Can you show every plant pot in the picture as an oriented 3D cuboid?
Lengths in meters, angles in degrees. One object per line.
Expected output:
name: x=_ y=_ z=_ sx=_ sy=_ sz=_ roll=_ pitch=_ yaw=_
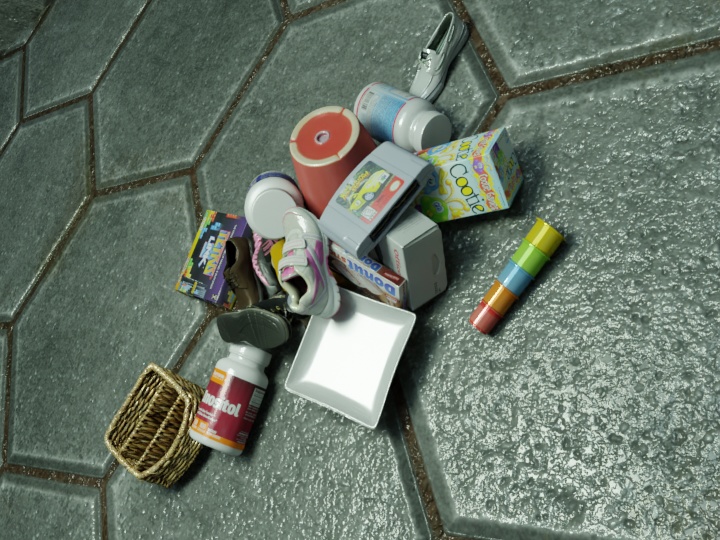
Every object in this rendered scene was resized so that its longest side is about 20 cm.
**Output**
plant pot: x=-0.044 y=-0.200 z=1.435 sx=0.195 sy=0.178 sz=0.205 roll=-9 pitch=56 yaw=14

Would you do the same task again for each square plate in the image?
square plate: x=-0.016 y=0.144 z=1.292 sx=0.194 sy=0.028 sz=0.205 roll=18 pitch=81 yaw=30

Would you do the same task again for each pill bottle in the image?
pill bottle: x=-0.170 y=-0.126 z=1.471 sx=0.121 sy=0.119 sz=0.200 roll=-52 pitch=13 yaw=5
pill bottle: x=-0.248 y=0.246 z=1.461 sx=0.111 sy=0.112 sz=0.205 roll=11 pitch=76 yaw=41
pill bottle: x=0.082 y=-0.291 z=1.459 sx=0.199 sy=0.108 sz=0.110 roll=35 pitch=91 yaw=43

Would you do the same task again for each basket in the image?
basket: x=-0.405 y=0.320 z=1.512 sx=0.202 sy=0.148 sz=0.142 roll=-55 pitch=33 yaw=2

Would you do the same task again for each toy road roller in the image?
toy road roller: x=-0.075 y=0.017 z=1.435 sx=0.144 sy=0.123 sz=0.202 roll=-30 pitch=52 yaw=5

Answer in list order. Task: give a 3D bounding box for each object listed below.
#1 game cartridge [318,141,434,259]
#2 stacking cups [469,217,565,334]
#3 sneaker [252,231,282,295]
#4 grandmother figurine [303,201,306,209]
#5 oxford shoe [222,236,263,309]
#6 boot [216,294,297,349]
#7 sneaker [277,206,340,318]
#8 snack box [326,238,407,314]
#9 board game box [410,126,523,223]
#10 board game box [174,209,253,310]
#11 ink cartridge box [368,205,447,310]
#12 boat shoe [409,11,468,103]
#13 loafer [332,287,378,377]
game cartridge: x=0.021 y=-0.125 z=1.266 sx=0.201 sy=0.041 sz=0.132 roll=-50 pitch=43 yaw=-6
stacking cups: x=0.248 y=0.013 z=1.206 sx=0.202 sy=0.060 sz=0.060 roll=-54 pitch=47 yaw=5
sneaker: x=-0.171 y=-0.037 z=1.558 sx=0.093 sy=0.080 sz=0.203 roll=-22 pitch=43 yaw=10
grandmother figurine: x=-0.070 y=-0.138 z=1.549 sx=0.118 sy=0.061 sz=0.204 roll=-15 pitch=53 yaw=0
oxford shoe: x=-0.256 y=0.028 z=1.582 sx=0.072 sy=0.083 sz=0.206 roll=-24 pitch=71 yaw=40
boot: x=-0.164 y=0.090 z=1.433 sx=0.200 sy=0.152 sz=0.076 roll=-3 pitch=103 yaw=45
sneaker: x=-0.100 y=-0.015 z=1.290 sx=0.081 sy=0.087 sz=0.205 roll=-28 pitch=74 yaw=39
snack box: x=0.000 y=0.000 z=1.311 sx=0.198 sy=0.073 sz=0.024 roll=32 pitch=57 yaw=29
board game box: x=0.167 y=-0.159 z=1.303 sx=0.196 sy=0.105 sz=0.105 roll=-10 pitch=28 yaw=35
board game box: x=-0.322 y=-0.027 z=1.696 sx=0.163 sy=0.056 sz=0.205 roll=10 pitch=76 yaw=43
ink cartridge box: x=0.056 y=-0.049 z=1.323 sx=0.083 sy=0.148 sz=0.199 roll=-30 pitch=43 yaw=-19
boat shoe: x=0.143 y=-0.423 z=1.504 sx=0.073 sy=0.066 sz=0.204 roll=23 pitch=84 yaw=43
loafer: x=0.004 y=0.122 z=1.343 sx=0.070 sy=0.073 sz=0.205 roll=1 pitch=71 yaw=37
